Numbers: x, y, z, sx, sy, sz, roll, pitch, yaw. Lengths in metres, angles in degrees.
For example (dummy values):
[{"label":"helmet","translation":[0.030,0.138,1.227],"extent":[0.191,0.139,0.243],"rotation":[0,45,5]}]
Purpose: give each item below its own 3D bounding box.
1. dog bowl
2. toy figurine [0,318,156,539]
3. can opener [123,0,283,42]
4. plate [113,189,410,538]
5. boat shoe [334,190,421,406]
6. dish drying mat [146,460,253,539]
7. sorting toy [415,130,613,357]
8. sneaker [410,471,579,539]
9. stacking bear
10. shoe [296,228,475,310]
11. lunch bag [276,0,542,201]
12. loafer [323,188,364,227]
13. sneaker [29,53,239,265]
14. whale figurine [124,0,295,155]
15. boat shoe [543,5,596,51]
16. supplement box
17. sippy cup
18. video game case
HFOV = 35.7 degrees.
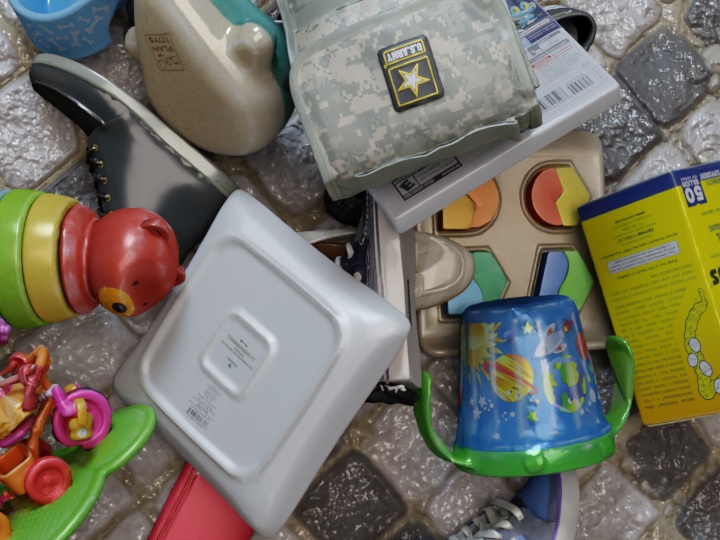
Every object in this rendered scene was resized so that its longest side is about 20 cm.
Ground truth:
[{"label":"dog bowl","translation":[-0.201,-0.258,0.909],"extent":[0.198,0.050,0.112],"rotation":[-30,68,5]},{"label":"toy figurine","translation":[-0.274,0.100,0.804],"extent":[0.199,0.150,0.185],"rotation":[-39,114,-17]},{"label":"can opener","translation":[-0.102,-0.209,0.971],"extent":[0.197,0.054,0.067],"rotation":[10,45,-9]},{"label":"plate","translation":[-0.089,0.066,0.861],"extent":[0.199,0.032,0.201],"rotation":[37,98,26]},{"label":"boat shoe","translation":[-0.005,0.007,0.880],"extent":[0.091,0.075,0.203],"rotation":[-6,74,13]},{"label":"dish drying mat","translation":[-0.131,0.218,0.914],"extent":[0.076,0.018,0.202],"rotation":[28,78,-8]},{"label":"sorting toy","translation":[0.137,-0.028,0.995],"extent":[0.182,0.036,0.203],"rotation":[-2,83,-12]},{"label":"sneaker","translation":[0.085,0.232,0.925],"extent":[0.145,0.081,0.202],"rotation":[25,84,-12]},{"label":"stacking bear","translation":[-0.235,-0.006,0.849],"extent":[0.197,0.122,0.115],"rotation":[-1,47,6]},{"label":"shoe","translation":[0.000,0.000,0.938],"extent":[0.197,0.053,0.071],"rotation":[0,88,-3]},{"label":"lunch bag","translation":[0.031,-0.158,0.815],"extent":[0.162,0.118,0.202],"rotation":[-19,54,6]},{"label":"loafer","translation":[0.021,-0.136,0.964],"extent":[0.067,0.070,0.203],"rotation":[20,74,-9]},{"label":"sneaker","translation":[-0.205,-0.083,0.911],"extent":[0.199,0.075,0.107],"rotation":[36,79,-5]},{"label":"whale figurine","translation":[-0.118,-0.189,0.872],"extent":[0.104,0.158,0.201],"rotation":[-51,131,-33]},{"label":"boat shoe","translation":[0.110,-0.154,0.924],"extent":[0.199,0.057,0.069],"rotation":[-40,106,-9]},{"label":"supplement box","translation":[0.287,0.018,0.967],"extent":[0.108,0.109,0.203],"rotation":[-14,85,-39]},{"label":"sippy cup","translation":[0.135,0.089,0.920],"extent":[0.177,0.138,0.132],"rotation":[-11,93,-57]},{"label":"video game case","translation":[0.071,-0.141,0.878],"extent":[0.198,0.023,0.183],"rotation":[-31,53,-4]}]
